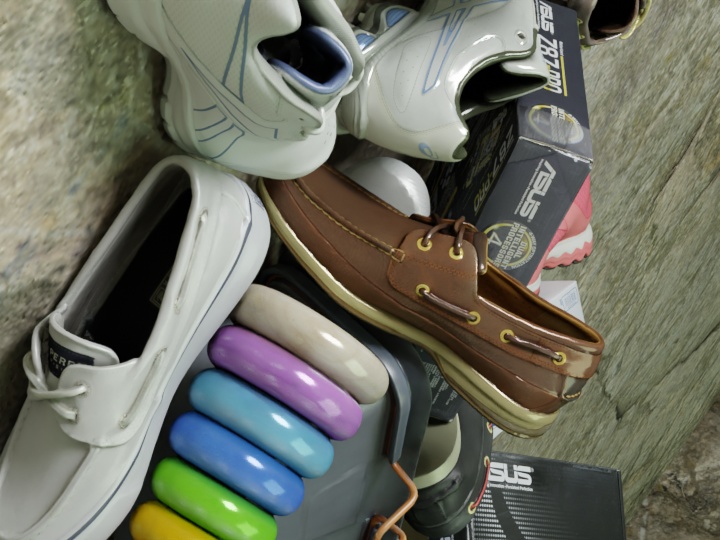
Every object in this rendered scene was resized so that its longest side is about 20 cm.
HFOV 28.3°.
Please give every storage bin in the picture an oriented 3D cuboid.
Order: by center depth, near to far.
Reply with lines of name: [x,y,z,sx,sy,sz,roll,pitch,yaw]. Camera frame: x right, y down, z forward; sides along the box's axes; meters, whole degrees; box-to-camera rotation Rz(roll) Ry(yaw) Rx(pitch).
storage bin: [-0.054,0.116,0.784,0.134,0.145,0.201,-30,148,-32]

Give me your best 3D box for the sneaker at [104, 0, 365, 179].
sneaker: [-0.039,-0.080,0.587,0.075,0.087,0.200,-56,161,-8]

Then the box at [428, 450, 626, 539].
box: [0.130,0.237,1.061,0.199,0.047,0.194,15,69,-44]

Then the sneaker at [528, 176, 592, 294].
sneaker: [0.118,-0.039,1.064,0.200,0.073,0.087,-31,131,-56]

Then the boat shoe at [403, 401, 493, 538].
boat shoe: [0.048,0.077,0.903,0.202,0.073,0.063,-80,152,-49]

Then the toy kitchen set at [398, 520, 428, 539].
toy kitchen set: [0.137,0.139,1.179,0.163,0.180,0.201,-37,151,-46]

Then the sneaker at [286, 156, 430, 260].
sneaker: [0.000,0.000,0.840,0.089,0.075,0.201,-57,170,-46]

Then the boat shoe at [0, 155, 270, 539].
boat shoe: [-0.112,0.041,0.620,0.200,0.072,0.066,-55,149,1]

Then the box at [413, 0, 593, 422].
box: [0.071,-0.038,0.832,0.162,0.049,0.201,-81,-168,-53]

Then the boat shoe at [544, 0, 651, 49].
boat shoe: [0.152,-0.175,0.927,0.072,0.059,0.200,-63,159,12]

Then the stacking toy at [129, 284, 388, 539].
stacking toy: [-0.071,0.109,0.646,0.201,0.085,0.085,-58,160,-10]

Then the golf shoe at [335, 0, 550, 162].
golf shoe: [0.067,-0.125,0.751,0.200,0.097,0.078,-49,157,-27]

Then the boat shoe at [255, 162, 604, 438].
boat shoe: [0.038,0.000,0.729,0.068,0.200,0.072,-48,-172,27]

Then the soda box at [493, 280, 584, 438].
soda box: [0.085,0.072,1.030,0.200,0.068,0.064,-31,113,-44]
